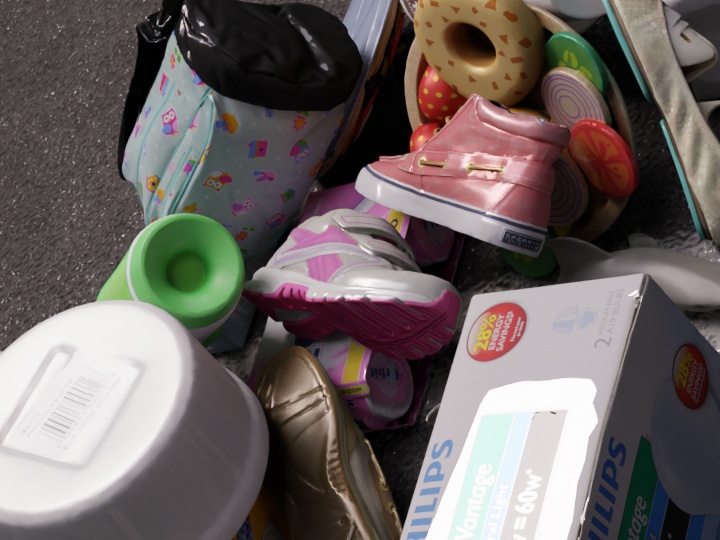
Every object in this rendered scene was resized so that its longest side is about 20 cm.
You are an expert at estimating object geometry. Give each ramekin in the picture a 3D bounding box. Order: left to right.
[{"bbox_3d":[-0.169,0.115,1.405,0.200,0.098,0.201,-16,47,17],"label":"ramekin"}]

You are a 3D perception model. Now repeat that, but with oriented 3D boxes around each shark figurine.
[{"bbox_3d":[0.133,0.023,1.425,0.214,0.090,0.128,-33,37,14],"label":"shark figurine"}]

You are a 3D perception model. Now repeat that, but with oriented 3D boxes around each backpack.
[{"bbox_3d":[-0.101,-0.101,1.605,0.200,0.166,0.127,-59,39,34],"label":"backpack"}]

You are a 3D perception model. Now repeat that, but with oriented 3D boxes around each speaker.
[{"bbox_3d":[-0.140,0.020,1.536,0.089,0.088,0.200,-62,7,-19],"label":"speaker"}]

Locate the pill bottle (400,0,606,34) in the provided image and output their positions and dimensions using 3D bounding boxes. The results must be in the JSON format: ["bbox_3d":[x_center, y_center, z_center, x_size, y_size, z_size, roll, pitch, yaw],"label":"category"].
[{"bbox_3d":[0.111,-0.218,1.542,0.109,0.109,0.200,-54,23,-11],"label":"pill bottle"}]

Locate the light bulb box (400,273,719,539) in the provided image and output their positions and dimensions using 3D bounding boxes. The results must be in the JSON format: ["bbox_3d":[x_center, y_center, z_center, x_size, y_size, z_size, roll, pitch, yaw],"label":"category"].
[{"bbox_3d":[0.141,0.140,1.214,0.125,0.200,0.199,-9,51,39],"label":"light bulb box"}]

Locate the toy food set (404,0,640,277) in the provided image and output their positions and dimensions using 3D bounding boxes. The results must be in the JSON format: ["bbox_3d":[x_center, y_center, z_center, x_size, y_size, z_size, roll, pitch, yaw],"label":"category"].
[{"bbox_3d":[0.107,-0.099,1.483,0.198,0.200,0.049,39,47,16],"label":"toy food set"}]

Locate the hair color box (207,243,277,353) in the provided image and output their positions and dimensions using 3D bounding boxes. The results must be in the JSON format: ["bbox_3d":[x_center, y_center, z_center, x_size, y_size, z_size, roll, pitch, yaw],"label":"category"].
[{"bbox_3d":[-0.120,-0.029,1.736,0.099,0.061,0.200,-11,49,38],"label":"hair color box"}]

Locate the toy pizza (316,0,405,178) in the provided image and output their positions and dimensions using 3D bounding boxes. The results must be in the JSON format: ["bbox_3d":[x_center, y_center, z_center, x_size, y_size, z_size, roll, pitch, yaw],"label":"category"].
[{"bbox_3d":[0.000,-0.161,1.701,0.200,0.032,0.201,-160,90,-80],"label":"toy pizza"}]

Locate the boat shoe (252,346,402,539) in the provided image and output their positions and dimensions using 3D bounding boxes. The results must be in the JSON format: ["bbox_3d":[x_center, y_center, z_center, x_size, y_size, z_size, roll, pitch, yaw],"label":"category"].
[{"bbox_3d":[-0.019,0.145,1.443,0.074,0.066,0.200,-31,56,21],"label":"boat shoe"}]

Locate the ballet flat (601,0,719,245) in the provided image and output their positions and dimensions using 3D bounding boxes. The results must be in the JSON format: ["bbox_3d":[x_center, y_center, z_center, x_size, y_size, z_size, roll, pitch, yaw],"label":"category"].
[{"bbox_3d":[0.220,-0.116,1.416,0.062,0.201,0.067,-23,2,14],"label":"ballet flat"}]

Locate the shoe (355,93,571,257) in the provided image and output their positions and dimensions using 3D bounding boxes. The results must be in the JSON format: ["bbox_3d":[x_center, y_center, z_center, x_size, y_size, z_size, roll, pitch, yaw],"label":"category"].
[{"bbox_3d":[0.071,-0.073,1.454,0.200,0.071,0.091,23,95,59],"label":"shoe"}]

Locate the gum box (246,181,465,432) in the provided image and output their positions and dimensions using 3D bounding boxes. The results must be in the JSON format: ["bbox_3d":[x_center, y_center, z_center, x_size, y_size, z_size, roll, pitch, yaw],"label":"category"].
[{"bbox_3d":[-0.002,0.029,1.562,0.113,0.066,0.200,-12,48,38],"label":"gum box"}]

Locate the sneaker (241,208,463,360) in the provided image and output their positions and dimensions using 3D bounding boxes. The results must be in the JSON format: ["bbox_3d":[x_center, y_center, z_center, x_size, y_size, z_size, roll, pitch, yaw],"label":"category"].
[{"bbox_3d":[0.000,0.000,1.460,0.200,0.081,0.088,11,67,49],"label":"sneaker"}]

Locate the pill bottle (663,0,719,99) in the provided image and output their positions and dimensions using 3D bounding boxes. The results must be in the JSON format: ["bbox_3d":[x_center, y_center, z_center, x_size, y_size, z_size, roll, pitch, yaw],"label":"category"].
[{"bbox_3d":[0.238,-0.226,1.528,0.113,0.113,0.200,-28,41,23],"label":"pill bottle"}]

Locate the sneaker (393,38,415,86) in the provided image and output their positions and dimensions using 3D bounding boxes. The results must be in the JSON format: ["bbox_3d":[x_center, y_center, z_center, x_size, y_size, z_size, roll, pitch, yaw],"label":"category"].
[{"bbox_3d":[0.083,-0.123,1.607,0.072,0.083,0.200,-51,37,-6],"label":"sneaker"}]

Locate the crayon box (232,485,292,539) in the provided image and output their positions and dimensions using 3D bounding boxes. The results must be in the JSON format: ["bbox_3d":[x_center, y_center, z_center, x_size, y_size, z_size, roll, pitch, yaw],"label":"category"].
[{"bbox_3d":[-0.086,0.216,1.430,0.058,0.119,0.200,-22,44,29],"label":"crayon box"}]
